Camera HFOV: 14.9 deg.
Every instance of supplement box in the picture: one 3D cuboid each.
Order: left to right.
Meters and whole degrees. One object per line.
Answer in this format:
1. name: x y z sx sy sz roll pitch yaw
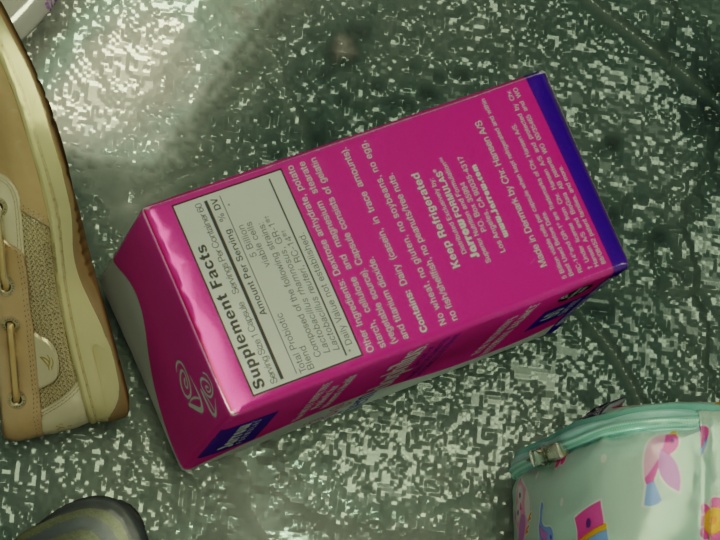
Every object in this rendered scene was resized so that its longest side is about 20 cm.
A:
1. supplement box: 0.000 0.000 1.214 0.200 0.101 0.103 -19 78 -20

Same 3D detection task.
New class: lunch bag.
1. lunch bag: 0.165 0.103 1.198 0.200 0.160 0.077 4 79 -16

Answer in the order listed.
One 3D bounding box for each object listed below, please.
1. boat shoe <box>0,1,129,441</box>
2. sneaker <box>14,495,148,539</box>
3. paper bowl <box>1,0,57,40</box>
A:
1. boat shoe: -0.154 -0.022 1.193 0.064 0.071 0.200 -15 101 -5
2. sneaker: -0.160 0.163 1.147 0.074 0.081 0.200 39 61 13
3. paper bowl: -0.222 -0.183 1.205 0.200 0.104 0.201 -10 111 -27
